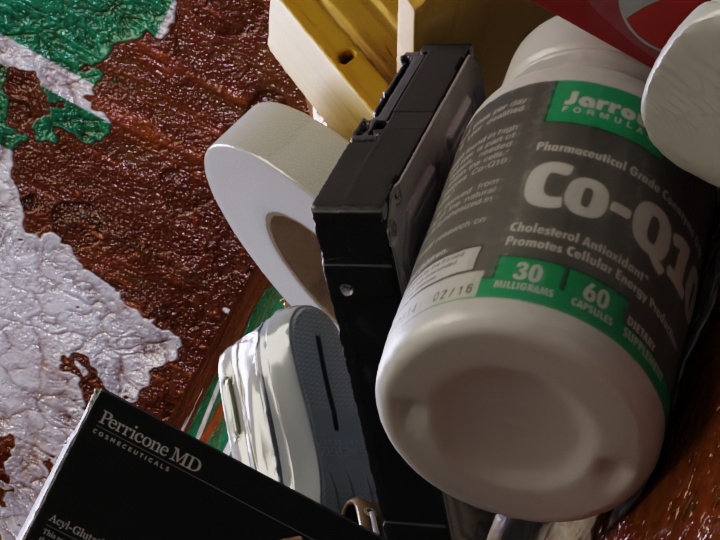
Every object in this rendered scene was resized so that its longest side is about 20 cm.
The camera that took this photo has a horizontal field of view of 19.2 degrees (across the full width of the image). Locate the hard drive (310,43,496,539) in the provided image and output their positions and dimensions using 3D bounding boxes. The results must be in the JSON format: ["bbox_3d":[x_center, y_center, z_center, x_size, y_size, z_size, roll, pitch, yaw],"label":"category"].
[{"bbox_3d":[0.034,0.020,0.936,0.140,0.037,0.201,-61,-36,-51],"label":"hard drive"}]

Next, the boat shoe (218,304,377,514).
[{"bbox_3d":[-0.026,0.120,1.061,0.066,0.073,0.202,-27,60,34],"label":"boat shoe"}]

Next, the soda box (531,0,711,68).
[{"bbox_3d":[0.101,-0.139,0.849,0.070,0.199,0.064,-58,9,36],"label":"soda box"}]

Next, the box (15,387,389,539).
[{"bbox_3d":[-0.050,0.159,0.823,0.142,0.199,0.079,-64,7,-26],"label":"box"}]

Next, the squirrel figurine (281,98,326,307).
[{"bbox_3d":[0.020,-0.061,1.275,0.187,0.140,0.201,-94,17,-59],"label":"squirrel figurine"}]

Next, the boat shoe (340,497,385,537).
[{"bbox_3d":[-0.005,0.182,0.944,0.072,0.072,0.201,-57,8,35],"label":"boat shoe"}]

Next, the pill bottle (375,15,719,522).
[{"bbox_3d":[0.083,-0.009,0.854,0.113,0.112,0.201,-56,10,46],"label":"pill bottle"}]

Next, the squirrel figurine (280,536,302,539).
[{"bbox_3d":[-0.024,0.168,0.632,0.200,0.186,0.142,-54,10,53],"label":"squirrel figurine"}]

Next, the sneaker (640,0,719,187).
[{"bbox_3d":[0.178,-0.104,0.751,0.089,0.075,0.200,-51,3,-42],"label":"sneaker"}]

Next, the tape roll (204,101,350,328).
[{"bbox_3d":[0.000,0.000,1.106,0.037,0.203,0.203,-44,1,-16],"label":"tape roll"}]

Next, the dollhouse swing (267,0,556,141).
[{"bbox_3d":[0.061,-0.167,1.038,0.199,0.182,0.177,-29,-37,-12],"label":"dollhouse swing"}]
